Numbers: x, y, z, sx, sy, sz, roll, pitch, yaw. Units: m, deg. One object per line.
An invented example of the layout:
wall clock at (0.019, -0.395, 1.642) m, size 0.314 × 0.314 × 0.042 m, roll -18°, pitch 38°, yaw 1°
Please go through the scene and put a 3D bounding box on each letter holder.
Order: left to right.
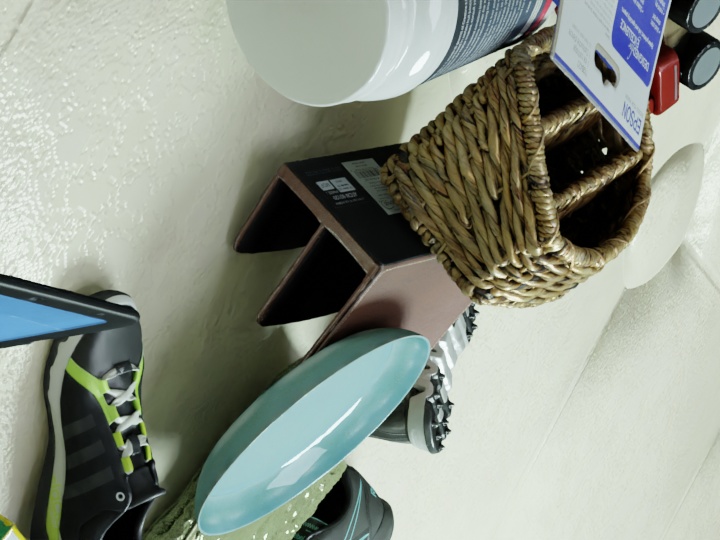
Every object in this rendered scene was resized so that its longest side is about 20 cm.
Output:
letter holder at (0.000, 0.000, 1.419) m, size 0.199 × 0.101 × 0.142 m, roll -14°, pitch 146°, yaw -55°

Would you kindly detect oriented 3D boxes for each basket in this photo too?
basket at (0.137, -0.072, 1.373) m, size 0.149 × 0.143 × 0.200 m, roll -41°, pitch 172°, yaw 30°

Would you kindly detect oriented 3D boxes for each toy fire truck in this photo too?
toy fire truck at (0.198, -0.174, 1.607) m, size 0.200 × 0.128 × 0.177 m, roll -37°, pitch 145°, yaw -20°

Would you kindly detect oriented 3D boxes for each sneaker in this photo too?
sneaker at (-0.148, 0.111, 1.269) m, size 0.072 × 0.082 × 0.202 m, roll -21°, pitch 125°, yaw -52°
sneaker at (-0.052, 0.236, 1.585) m, size 0.201 × 0.075 × 0.080 m, roll -55°, pitch 138°, yaw -29°
sneaker at (0.035, 0.054, 1.565) m, size 0.067 × 0.090 × 0.201 m, roll 72°, pitch 25°, yaw -43°

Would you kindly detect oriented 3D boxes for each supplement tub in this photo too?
supplement tub at (0.025, -0.185, 1.258) m, size 0.199 × 0.140 × 0.141 m, roll -28°, pitch 137°, yaw -49°

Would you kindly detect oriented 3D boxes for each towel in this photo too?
towel at (-0.081, 0.166, 1.494) m, size 0.200 × 0.036 × 0.149 m, roll -52°, pitch 151°, yaw -21°

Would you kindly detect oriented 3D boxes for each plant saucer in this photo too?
plant saucer at (-0.037, 0.103, 1.379) m, size 0.200 × 0.027 × 0.200 m, roll -36°, pitch 163°, yaw -13°

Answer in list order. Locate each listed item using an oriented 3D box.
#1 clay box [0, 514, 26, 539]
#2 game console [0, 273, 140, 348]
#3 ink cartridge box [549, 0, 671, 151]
clay box at (-0.232, 0.234, 1.278) m, size 0.115 × 0.047 × 0.200 m, roll -52°, pitch 152°, yaw -19°
game console at (-0.237, 0.065, 1.050) m, size 0.200 × 0.116 × 0.177 m, roll 20°, pitch 96°, yaw -62°
ink cartridge box at (0.153, -0.200, 1.281) m, size 0.197 × 0.047 × 0.202 m, roll 32°, pitch 72°, yaw -64°
